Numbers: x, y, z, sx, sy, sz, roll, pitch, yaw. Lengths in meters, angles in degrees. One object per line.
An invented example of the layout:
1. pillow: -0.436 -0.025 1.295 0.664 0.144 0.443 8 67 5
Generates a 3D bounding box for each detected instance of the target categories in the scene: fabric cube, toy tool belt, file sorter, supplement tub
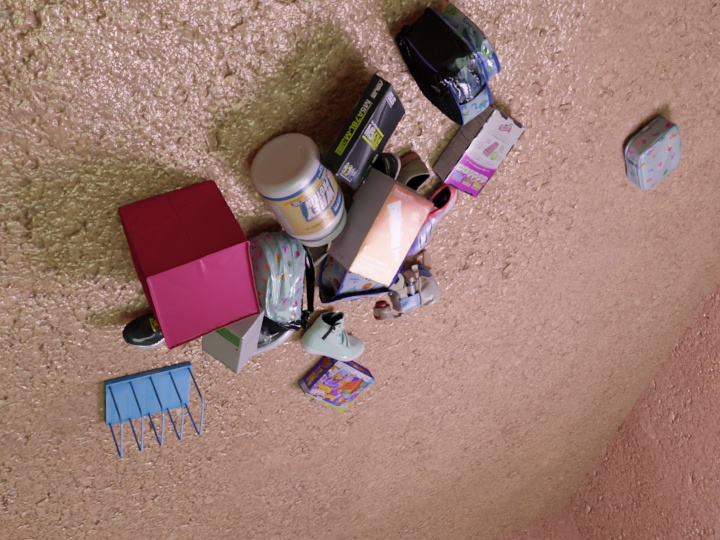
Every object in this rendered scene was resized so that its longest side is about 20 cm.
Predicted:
1. fabric cube: -0.320 -0.015 1.370 0.197 0.200 0.199 -21 137 -20
2. toy tool belt: 0.108 0.035 1.839 0.197 0.124 0.126 -20 107 -26
3. file sorter: -0.467 0.319 1.643 0.196 0.123 0.141 -10 134 -30
4. supplement tub: -0.116 -0.155 1.434 0.144 0.145 0.201 -35 141 -2

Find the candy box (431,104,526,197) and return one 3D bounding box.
1. candy box: 0.275 -0.282 1.681 0.135 0.061 0.201 16 118 -45

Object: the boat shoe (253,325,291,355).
1. boat shoe: -0.249 0.151 1.699 0.197 0.071 0.067 -24 142 -5

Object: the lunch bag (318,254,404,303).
1. lunch bag: 0.000 0.000 1.699 0.167 0.125 0.202 -8 143 -29

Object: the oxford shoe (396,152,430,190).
1. oxford shoe: 0.072 -0.171 1.619 0.200 0.075 0.070 -46 141 13

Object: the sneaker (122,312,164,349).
1. sneaker: -0.400 0.099 1.511 0.197 0.075 0.085 -17 155 -38

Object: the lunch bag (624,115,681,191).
1. lunch bag: 0.825 -0.330 2.050 0.159 0.077 0.200 -37 141 1

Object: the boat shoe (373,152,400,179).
1. boat shoe: 0.030 -0.157 1.576 0.067 0.071 0.204 -31 139 -64

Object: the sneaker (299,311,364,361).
1. sneaker: -0.046 0.165 1.853 0.198 0.074 0.119 10 128 -40

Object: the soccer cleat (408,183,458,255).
1. soccer cleat: 0.161 -0.126 1.734 0.201 0.067 0.076 -50 159 7

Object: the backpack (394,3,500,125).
1. backpack: 0.184 -0.394 1.404 0.146 0.184 0.200 -37 147 2

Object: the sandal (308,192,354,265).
1. sandal: -0.080 -0.081 1.582 0.200 0.081 0.054 -47 164 18

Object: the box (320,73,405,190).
1. box: 0.010 -0.262 1.408 0.195 0.047 0.200 -56 169 4

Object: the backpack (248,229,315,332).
1. backpack: -0.179 0.016 1.546 0.125 0.166 0.204 -15 125 -40

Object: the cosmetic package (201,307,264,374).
1. cosmetic package: -0.276 0.128 1.554 0.085 0.106 0.201 -53 172 -32

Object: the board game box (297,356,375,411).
1. board game box: -0.063 0.308 2.007 0.134 0.045 0.199 -45 141 8

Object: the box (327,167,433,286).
1. box: 0.042 -0.089 1.512 0.123 0.097 0.203 20 103 -39
